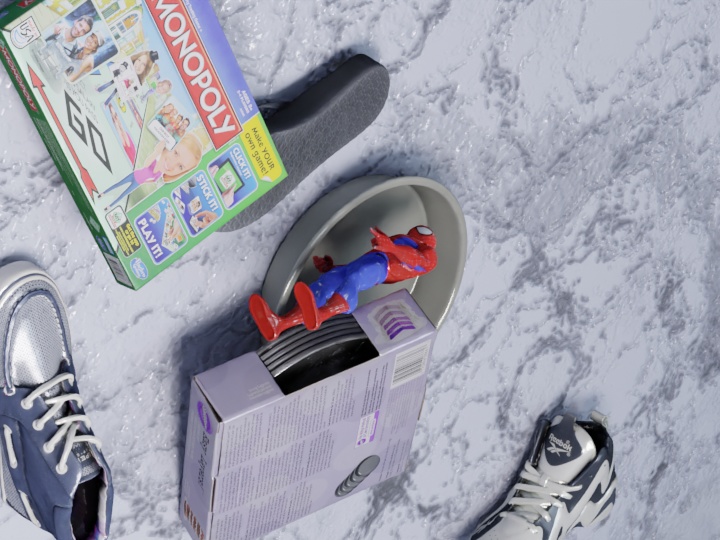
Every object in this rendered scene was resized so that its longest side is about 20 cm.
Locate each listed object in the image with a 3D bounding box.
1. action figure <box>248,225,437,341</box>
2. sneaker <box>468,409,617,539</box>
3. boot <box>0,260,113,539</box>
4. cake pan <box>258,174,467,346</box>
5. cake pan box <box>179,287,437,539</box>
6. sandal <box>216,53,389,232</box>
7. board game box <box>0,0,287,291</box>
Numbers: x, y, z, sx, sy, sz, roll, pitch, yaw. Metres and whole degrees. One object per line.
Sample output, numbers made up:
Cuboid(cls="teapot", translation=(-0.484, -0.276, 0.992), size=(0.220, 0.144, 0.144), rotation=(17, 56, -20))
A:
Cuboid(cls="action figure", translation=(0.000, 0.000, 1.523), size=(0.200, 0.065, 0.052), rotation=(-22, 90, -55))
Cuboid(cls="sneaker", translation=(0.164, 0.192, 1.904), size=(0.199, 0.079, 0.130), rotation=(-25, 132, -35))
Cuboid(cls="boot", translation=(-0.201, 0.093, 1.407), size=(0.073, 0.090, 0.200), rotation=(-28, 135, -32))
Cuboid(cls="cake pan", translation=(-0.001, 0.013, 1.618), size=(0.200, 0.037, 0.201), rotation=(-28, 134, -33))
Cuboid(cls="cake pan box", translation=(-0.041, 0.114, 1.574), size=(0.184, 0.052, 0.200), rotation=(-25, 149, -23))
Cuboid(cls="sandal", translation=(-0.059, -0.089, 1.483), size=(0.200, 0.043, 0.076), rotation=(-35, 147, -38))
Cuboid(cls="board game box", translation=(-0.137, -0.106, 1.341), size=(0.135, 0.029, 0.200), rotation=(-38, 124, -22))
